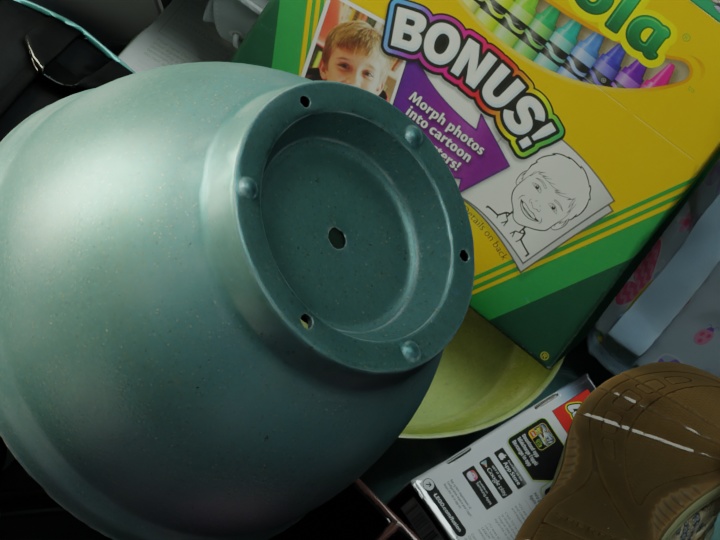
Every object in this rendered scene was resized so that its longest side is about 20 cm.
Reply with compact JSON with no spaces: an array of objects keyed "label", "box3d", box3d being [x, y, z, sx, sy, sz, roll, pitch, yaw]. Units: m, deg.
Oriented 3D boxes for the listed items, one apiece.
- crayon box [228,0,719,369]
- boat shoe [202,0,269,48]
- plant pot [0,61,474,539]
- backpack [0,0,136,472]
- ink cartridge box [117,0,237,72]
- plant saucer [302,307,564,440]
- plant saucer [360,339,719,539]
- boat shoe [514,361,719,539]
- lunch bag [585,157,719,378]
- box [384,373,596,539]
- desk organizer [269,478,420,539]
[{"label":"crayon box","box3d":[0.061,-0.087,1.306,0.200,0.173,0.058,38,24,8]},{"label":"boat shoe","box3d":[-0.050,-0.141,1.387,0.200,0.069,0.072,39,16,-16]},{"label":"plant pot","box3d":[-0.040,0.001,1.174,0.200,0.134,0.200,17,62,-35]},{"label":"backpack","box3d":[-0.177,-0.016,1.266,0.176,0.153,0.200,33,59,5]},{"label":"ink cartridge box","box3d":[-0.050,-0.069,1.434,0.146,0.048,0.200,33,45,4]},{"label":"plant saucer","box3d":[0.000,0.000,1.350,0.200,0.031,0.200,12,50,-15]},{"label":"plant saucer","box3d":[0.091,0.070,1.389,0.200,0.036,0.200,12,51,-15]},{"label":"boat shoe","box3d":[0.108,0.107,1.261,0.073,0.063,0.200,28,39,16]},{"label":"lunch bag","box3d":[0.199,-0.029,1.393,0.127,0.170,0.200,41,28,12]},{"label":"box","box3d":[0.111,0.156,1.298,0.110,0.035,0.200,-29,80,-32]},{"label":"desk organizer","box3d":[0.007,0.163,1.253,0.200,0.077,0.072,44,50,14]}]
